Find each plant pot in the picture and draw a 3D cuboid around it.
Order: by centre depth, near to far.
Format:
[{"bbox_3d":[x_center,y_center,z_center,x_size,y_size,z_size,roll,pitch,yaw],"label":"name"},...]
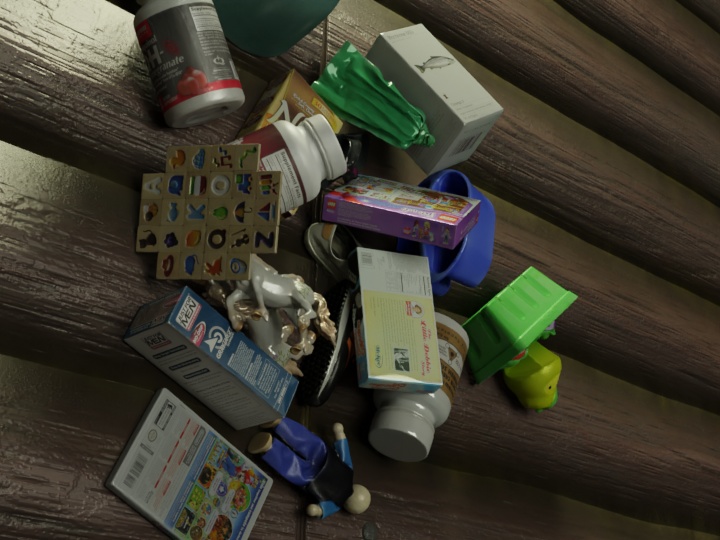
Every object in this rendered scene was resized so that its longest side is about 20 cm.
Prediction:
[{"bbox_3d":[-0.110,-0.432,1.657,0.200,0.161,0.202,19,62,-41],"label":"plant pot"}]

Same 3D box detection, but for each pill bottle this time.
[{"bbox_3d":[-0.125,-0.124,1.495,0.199,0.113,0.113,-26,95,-10],"label":"pill bottle"},{"bbox_3d":[-0.234,-0.298,1.517,0.110,0.110,0.201,-17,87,-47],"label":"pill bottle"},{"bbox_3d":[0.080,0.167,1.662,0.114,0.114,0.201,42,50,-27],"label":"pill bottle"}]

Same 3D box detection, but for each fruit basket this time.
[{"bbox_3d":[0.272,0.126,1.864,0.215,0.156,0.216,20,49,-25],"label":"fruit basket"}]

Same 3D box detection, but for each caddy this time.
[{"bbox_3d":[0.125,-0.058,1.772,0.105,0.141,0.201,31,54,-38],"label":"caddy"}]

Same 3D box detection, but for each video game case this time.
[{"bbox_3d":[-0.204,0.260,1.408,0.200,0.018,0.144,45,48,-24],"label":"video game case"}]

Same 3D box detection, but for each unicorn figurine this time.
[{"bbox_3d":[-0.117,0.020,1.435,0.200,0.074,0.138,40,32,-35],"label":"unicorn figurine"},{"bbox_3d":[-0.129,0.060,1.507,0.137,0.074,0.201,-30,96,-50],"label":"unicorn figurine"}]

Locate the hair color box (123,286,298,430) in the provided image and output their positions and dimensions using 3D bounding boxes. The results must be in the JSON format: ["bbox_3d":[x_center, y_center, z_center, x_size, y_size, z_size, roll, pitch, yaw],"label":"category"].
[{"bbox_3d":[-0.182,0.112,1.424,0.200,0.100,0.061,43,48,-26],"label":"hair color box"}]

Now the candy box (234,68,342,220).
[{"bbox_3d":[-0.111,-0.177,1.637,0.115,0.055,0.200,47,48,-25],"label":"candy box"}]

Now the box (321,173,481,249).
[{"bbox_3d":[0.061,-0.088,1.665,0.137,0.199,0.039,-41,141,-63],"label":"box"}]

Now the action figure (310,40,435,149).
[{"bbox_3d":[0.027,-0.243,1.731,0.200,0.055,0.118,35,87,8],"label":"action figure"}]

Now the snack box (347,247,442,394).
[{"bbox_3d":[0.047,0.069,1.605,0.116,0.037,0.201,8,60,-24],"label":"snack box"}]

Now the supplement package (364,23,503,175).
[{"bbox_3d":[0.100,-0.268,1.792,0.200,0.117,0.117,48,41,14],"label":"supplement package"}]

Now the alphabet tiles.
[{"bbox_3d":[-0.187,-0.071,1.412,0.006,0.199,0.167,16,76,-65],"label":"alphabet tiles"}]

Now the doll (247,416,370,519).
[{"bbox_3d":[-0.056,0.260,1.536,0.200,0.048,0.137,43,50,-26],"label":"doll"}]

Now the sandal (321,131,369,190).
[{"bbox_3d":[-0.016,-0.166,1.685,0.200,0.048,0.076,-39,138,-63],"label":"sandal"}]

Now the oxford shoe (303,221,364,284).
[{"bbox_3d":[0.000,0.000,1.685,0.200,0.058,0.075,45,46,-26],"label":"oxford shoe"}]

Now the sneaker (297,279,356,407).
[{"bbox_3d":[-0.021,0.112,1.611,0.090,0.070,0.201,36,50,-27],"label":"sneaker"}]
